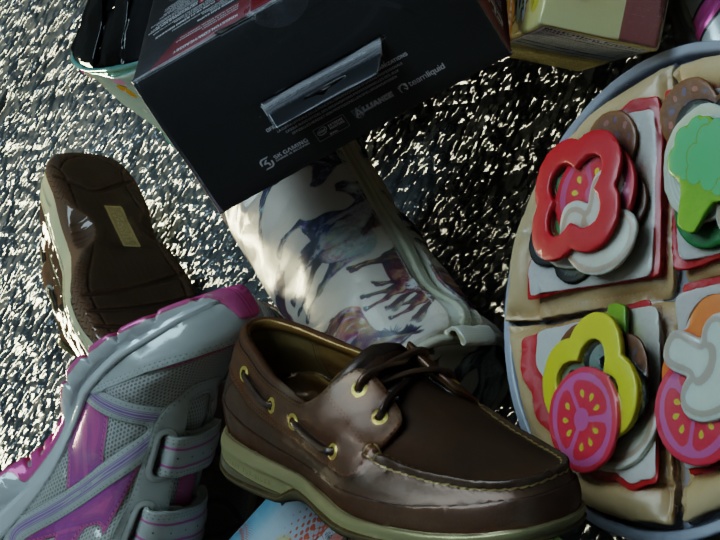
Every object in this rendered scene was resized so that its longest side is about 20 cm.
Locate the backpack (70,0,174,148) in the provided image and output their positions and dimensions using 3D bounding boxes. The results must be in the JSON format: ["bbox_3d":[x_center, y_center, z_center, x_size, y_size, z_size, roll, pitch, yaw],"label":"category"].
[{"bbox_3d":[-0.050,-0.150,1.363,0.200,0.153,0.176,-52,27,-19],"label":"backpack"}]

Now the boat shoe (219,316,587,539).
[{"bbox_3d":[0.009,0.064,1.040,0.200,0.072,0.068,14,114,50],"label":"boat shoe"}]

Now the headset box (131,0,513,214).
[{"bbox_3d":[-0.015,-0.119,1.154,0.148,0.077,0.200,-29,24,14],"label":"headset box"}]

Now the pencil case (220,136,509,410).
[{"bbox_3d":[0.000,0.000,1.183,0.200,0.077,0.090,56,141,45],"label":"pencil case"}]

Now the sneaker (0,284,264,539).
[{"bbox_3d":[-0.096,0.088,1.161,0.088,0.081,0.200,48,121,16],"label":"sneaker"}]

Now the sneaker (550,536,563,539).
[{"bbox_3d":[0.006,0.177,1.015,0.077,0.084,0.200,40,98,21],"label":"sneaker"}]

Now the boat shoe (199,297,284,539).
[{"bbox_3d":[-0.072,0.109,1.234,0.075,0.072,0.201,25,98,17],"label":"boat shoe"}]

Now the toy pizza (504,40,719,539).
[{"bbox_3d":[0.120,0.006,1.021,0.200,0.032,0.201,-17,67,47],"label":"toy pizza"}]

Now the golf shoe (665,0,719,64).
[{"bbox_3d":[0.177,-0.134,1.098,0.092,0.073,0.201,-35,36,30],"label":"golf shoe"}]

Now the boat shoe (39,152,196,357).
[{"bbox_3d":[-0.136,0.020,1.426,0.203,0.074,0.075,-110,32,-51],"label":"boat shoe"}]

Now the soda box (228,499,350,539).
[{"bbox_3d":[-0.055,0.178,1.139,0.200,0.063,0.068,-47,30,13],"label":"soda box"}]

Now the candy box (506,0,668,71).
[{"bbox_3d":[0.099,-0.152,1.138,0.200,0.055,0.116,-156,76,-86],"label":"candy box"}]
